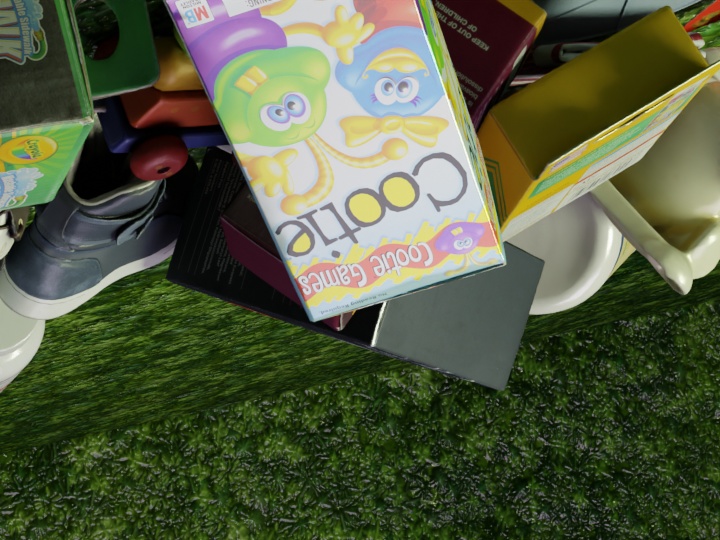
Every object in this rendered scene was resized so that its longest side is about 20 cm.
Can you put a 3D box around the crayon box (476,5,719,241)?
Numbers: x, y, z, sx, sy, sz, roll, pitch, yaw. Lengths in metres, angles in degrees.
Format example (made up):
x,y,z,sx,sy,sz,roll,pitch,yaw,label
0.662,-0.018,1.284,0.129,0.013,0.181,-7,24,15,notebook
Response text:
x,y,z,sx,sy,sz,roll,pitch,yaw,label
0.129,-0.085,0.983,0.125,0.052,0.200,-31,172,-11,crayon box

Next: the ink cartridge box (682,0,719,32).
x,y,z,sx,sy,sz,roll,pitch,yaw,label
0.319,-0.194,1.091,0.160,0.047,0.200,-23,174,-32,ink cartridge box

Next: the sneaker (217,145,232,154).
x,y,z,sx,sy,sz,roll,pitch,yaw,label
-0.010,-0.090,1.074,0.199,0.078,0.112,7,172,3,sneaker

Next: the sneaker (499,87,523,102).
x,y,z,sx,sy,sz,roll,pitch,yaw,label
0.157,-0.102,1.225,0.199,0.085,0.075,-22,-167,-25,sneaker

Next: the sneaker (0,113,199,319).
x,y,z,sx,sy,sz,roll,pitch,yaw,label
-0.150,-0.064,1.115,0.202,0.077,0.146,-46,171,-50,sneaker

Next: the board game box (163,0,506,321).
x,y,z,sx,sy,sz,roll,pitch,yaw,label
-0.010,-0.091,0.774,0.103,0.105,0.200,-16,132,8,board game box

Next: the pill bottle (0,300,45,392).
x,y,z,sx,sy,sz,roll,pitch,yaw,label
-0.329,0.048,1.397,0.112,0.113,0.200,-11,169,-25,pill bottle

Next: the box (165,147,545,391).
x,y,z,sx,sy,sz,roll,pitch,yaw,label
0.000,0.000,1.176,0.182,0.104,0.200,15,177,34,box

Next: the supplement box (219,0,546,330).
x,y,z,sx,sy,sz,roll,pitch,yaw,label
0.011,-0.076,0.946,0.200,0.086,0.110,-55,176,-10,supplement box

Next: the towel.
x,y,z,sx,sy,sz,roll,pitch,yaw,label
0.111,-0.138,1.109,0.144,0.023,0.200,-8,-176,-38,towel

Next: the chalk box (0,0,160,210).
x,y,z,sx,sy,sz,roll,pitch,yaw,label
-0.191,-0.094,0.723,0.199,0.125,0.124,-10,170,-22,chalk box

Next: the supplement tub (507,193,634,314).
x,y,z,sx,sy,sz,roll,pitch,yaw,label
0.165,-0.056,1.371,0.144,0.145,0.200,-19,-174,27,supplement tub

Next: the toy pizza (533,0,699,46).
x,y,z,sx,sy,sz,roll,pitch,yaw,label
0.164,-0.189,1.013,0.199,0.032,0.200,-16,170,-3,toy pizza

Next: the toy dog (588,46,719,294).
x,y,z,sx,sy,sz,roll,pitch,yaw,label
0.262,-0.088,1.159,0.200,0.140,0.194,-42,156,7,toy dog

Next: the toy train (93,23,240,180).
x,y,z,sx,sy,sz,roll,pitch,yaw,label
-0.107,-0.112,0.913,0.199,0.085,0.116,-8,158,-38,toy train

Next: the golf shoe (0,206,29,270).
x,y,z,sx,sy,sz,roll,pitch,yaw,label
-0.227,-0.055,1.001,0.077,0.095,0.200,-12,169,-12,golf shoe
